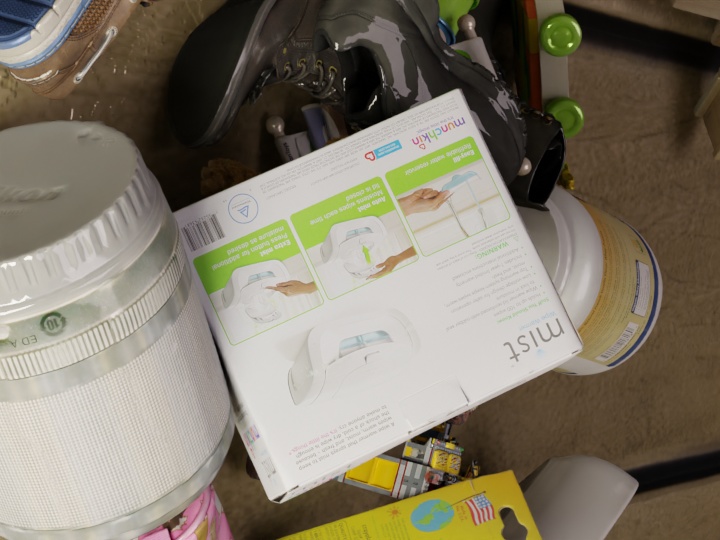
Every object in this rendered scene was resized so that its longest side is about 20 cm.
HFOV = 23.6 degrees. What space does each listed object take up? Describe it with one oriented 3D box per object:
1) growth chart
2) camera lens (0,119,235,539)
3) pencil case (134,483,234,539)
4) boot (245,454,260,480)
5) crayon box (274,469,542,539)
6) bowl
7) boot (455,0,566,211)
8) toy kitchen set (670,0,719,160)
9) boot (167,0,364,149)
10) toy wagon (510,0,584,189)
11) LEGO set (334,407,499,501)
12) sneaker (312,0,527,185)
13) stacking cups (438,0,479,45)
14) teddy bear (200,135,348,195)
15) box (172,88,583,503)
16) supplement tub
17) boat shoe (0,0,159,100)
[{"bbox_3d":[0.028,-0.095,1.228,0.199,0.018,0.145,-28,88,-25],"label":"growth chart"},{"bbox_3d":[-0.163,0.040,0.943,0.160,0.159,0.201,-47,136,-39],"label":"camera lens"},{"bbox_3d":[-0.109,0.223,1.156,0.086,0.083,0.201,-40,133,-27],"label":"pencil case"},{"bbox_3d":[0.005,0.084,1.179,0.200,0.185,0.065,89,-18,-66],"label":"boot"},{"bbox_3d":[0.035,0.225,1.221,0.127,0.199,0.051,-110,-176,-52],"label":"crayon box"},{"bbox_3d":[0.132,0.245,1.476,0.200,0.075,0.200,-42,175,-43],"label":"bowl"},{"bbox_3d":[0.112,-0.139,1.328,0.077,0.138,0.201,28,75,-56],"label":"boot"},{"bbox_3d":[0.347,-0.247,1.735,0.164,0.179,0.201,-98,-154,-44],"label":"toy kitchen set"},{"bbox_3d":[-0.027,-0.130,1.146,0.174,0.069,0.201,39,64,-37],"label":"boot"},{"bbox_3d":[0.151,-0.159,1.406,0.155,0.039,0.201,-96,-179,-65],"label":"toy wagon"},{"bbox_3d":[0.062,0.125,1.353,0.200,0.115,0.155,39,67,-55],"label":"LEGO set"},{"bbox_3d":[0.034,-0.116,1.136,0.200,0.076,0.091,47,62,-29],"label":"sneaker"},{"bbox_3d":[0.040,-0.168,1.282,0.201,0.060,0.061,-63,144,-22],"label":"stacking cups"},{"bbox_3d":[-0.062,-0.007,1.130,0.145,0.067,0.201,30,93,-23],"label":"teddy bear"},{"bbox_3d":[0.003,0.016,1.033,0.199,0.097,0.177,-25,85,-13],"label":"box"},{"bbox_3d":[0.152,0.005,1.428,0.200,0.144,0.145,19,84,-57],"label":"supplement tub"},{"bbox_3d":[-0.144,-0.187,0.995,0.200,0.072,0.072,-55,146,-17],"label":"boat shoe"}]
